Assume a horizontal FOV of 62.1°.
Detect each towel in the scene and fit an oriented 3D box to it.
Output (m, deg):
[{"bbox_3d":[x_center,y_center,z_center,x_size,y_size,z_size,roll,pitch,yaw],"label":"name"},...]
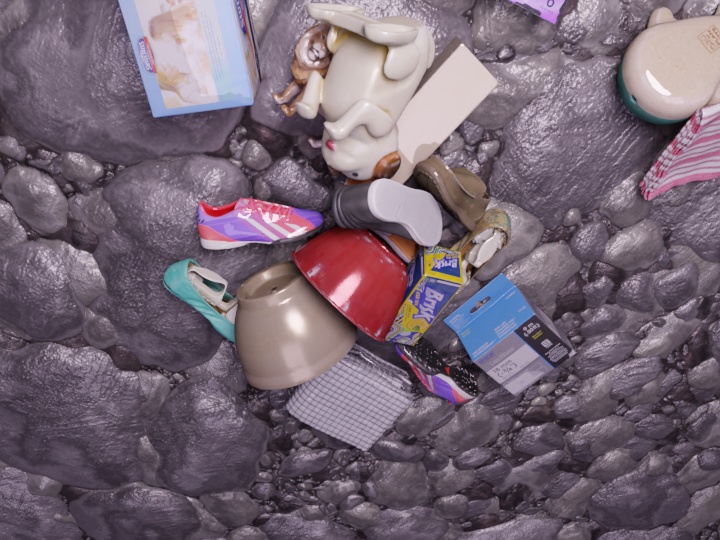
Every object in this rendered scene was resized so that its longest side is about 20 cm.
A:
[{"bbox_3d":[0.503,-0.177,0.854,0.144,0.030,0.201,-16,157,-7],"label":"towel"},{"bbox_3d":[-0.019,0.224,1.115,0.198,0.086,0.166,29,115,-19],"label":"towel"}]

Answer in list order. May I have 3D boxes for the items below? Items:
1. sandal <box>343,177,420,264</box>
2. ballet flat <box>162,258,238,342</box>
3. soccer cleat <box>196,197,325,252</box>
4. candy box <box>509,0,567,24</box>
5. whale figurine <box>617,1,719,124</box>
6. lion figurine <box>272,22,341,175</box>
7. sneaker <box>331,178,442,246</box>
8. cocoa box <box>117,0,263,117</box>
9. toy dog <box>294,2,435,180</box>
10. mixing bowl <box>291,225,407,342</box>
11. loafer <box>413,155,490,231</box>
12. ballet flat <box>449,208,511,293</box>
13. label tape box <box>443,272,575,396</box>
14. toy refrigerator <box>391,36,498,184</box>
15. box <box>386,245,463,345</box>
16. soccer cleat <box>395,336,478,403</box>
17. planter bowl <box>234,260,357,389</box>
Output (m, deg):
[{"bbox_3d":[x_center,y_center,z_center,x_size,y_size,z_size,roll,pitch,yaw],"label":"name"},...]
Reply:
[{"bbox_3d":[0.057,-0.084,0.916,0.059,0.080,0.206,-5,143,46],"label":"sandal"},{"bbox_3d":[-0.233,0.053,0.992,0.070,0.068,0.200,-33,118,27],"label":"ballet flat"},{"bbox_3d":[-0.154,-0.079,0.918,0.196,0.068,0.074,-7,115,1],"label":"soccer cleat"},{"bbox_3d":[0.208,-0.432,0.708,0.165,0.072,0.202,18,120,-15],"label":"candy box"},{"bbox_3d":[0.443,-0.284,0.816,0.199,0.104,0.160,-37,83,-4],"label":"whale figurine"},{"bbox_3d":[-0.039,-0.233,0.830,0.122,0.073,0.200,-38,133,4],"label":"lion figurine"},{"bbox_3d":[0.038,-0.081,0.838,0.098,0.072,0.199,3,172,37],"label":"sneaker"},{"bbox_3d":[-0.204,-0.309,0.722,0.131,0.132,0.203,-7,124,1],"label":"cocoa box"},{"bbox_3d":[0.005,-0.214,0.751,0.138,0.193,0.203,28,123,25],"label":"toy dog"},{"bbox_3d":[0.000,0.000,0.918,0.199,0.200,0.109,40,96,-26],"label":"mixing bowl"},{"bbox_3d":[0.139,-0.124,0.879,0.068,0.076,0.200,-51,152,5],"label":"loafer"},{"bbox_3d":[0.175,-0.013,0.983,0.070,0.071,0.201,28,117,-21],"label":"ballet flat"},{"bbox_3d":[0.268,0.121,1.079,0.199,0.064,0.144,38,112,-25],"label":"label tape box"},{"bbox_3d":[0.092,-0.220,0.842,0.076,0.070,0.200,37,113,-17],"label":"toy refrigerator"},{"bbox_3d":[0.094,0.044,0.977,0.069,0.065,0.201,12,141,-13],"label":"box"},{"bbox_3d":[0.129,0.188,1.106,0.199,0.069,0.073,35,128,-22],"label":"soccer cleat"},{"bbox_3d":[-0.117,0.071,0.946,0.197,0.201,0.137,-17,114,7],"label":"planter bowl"}]
